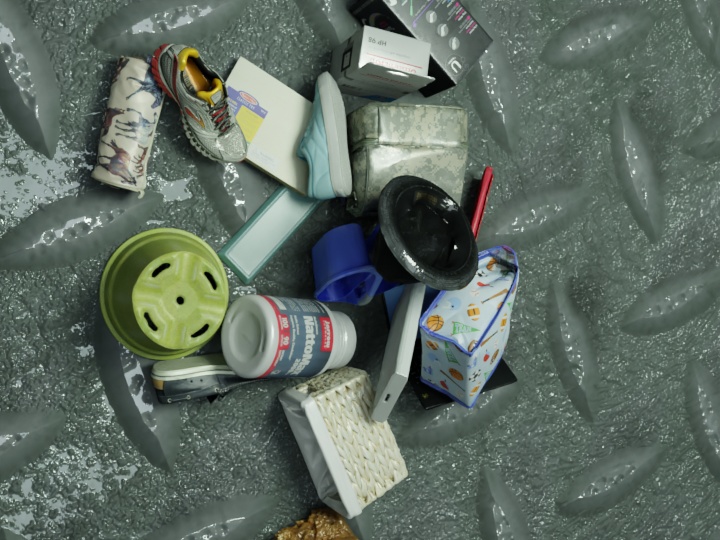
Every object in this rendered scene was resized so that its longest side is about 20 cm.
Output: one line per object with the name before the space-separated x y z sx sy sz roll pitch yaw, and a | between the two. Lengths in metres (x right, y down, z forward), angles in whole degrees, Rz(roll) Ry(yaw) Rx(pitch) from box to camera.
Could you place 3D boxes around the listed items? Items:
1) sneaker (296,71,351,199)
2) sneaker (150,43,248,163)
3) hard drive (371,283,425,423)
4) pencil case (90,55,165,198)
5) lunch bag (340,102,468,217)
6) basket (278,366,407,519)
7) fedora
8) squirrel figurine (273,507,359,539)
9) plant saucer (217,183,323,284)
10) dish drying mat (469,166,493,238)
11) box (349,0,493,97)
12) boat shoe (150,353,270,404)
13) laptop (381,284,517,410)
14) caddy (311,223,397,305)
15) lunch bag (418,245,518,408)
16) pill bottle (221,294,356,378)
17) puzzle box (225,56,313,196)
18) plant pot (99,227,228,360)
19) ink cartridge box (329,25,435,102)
sneaker | -0.065 -0.208 1.374 0.080 0.074 0.205 -9 73 15
sneaker | -0.226 -0.238 1.299 0.078 0.081 0.201 -52 126 -25
hard drive | 0.060 0.112 1.352 0.026 0.133 0.203 17 49 -4
pencil case | -0.335 -0.212 1.311 0.087 0.078 0.205 12 86 6
lunch bag | 0.069 -0.170 1.425 0.196 0.139 0.172 0 86 -21
basket | -0.026 0.263 1.407 0.122 0.135 0.204 -25 99 -21
fedora | 0.078 -0.037 1.266 0.198 0.091 0.204 26 45 -28
squirrel figurine | -0.074 0.492 1.411 0.185 0.142 0.202 -36 88 -5
plant saucer | -0.137 -0.074 1.419 0.070 0.019 0.200 45 78 -15
dish drying mat | 0.190 -0.069 1.496 0.018 0.077 0.204 15 77 1
box | 0.097 -0.397 1.441 0.200 0.122 0.106 44 77 -15
boat shoe | -0.222 0.167 1.364 0.196 0.074 0.064 -4 104 -24
laptop | 0.146 0.105 1.479 0.174 0.201 0.105 -14 133 -18
caddy | 0.000 0.000 1.382 0.138 0.200 0.107 -6 76 -20
lunch bag | 0.177 0.078 1.391 0.122 0.171 0.201 29 62 22
pill bottle | -0.102 0.102 1.353 0.198 0.118 0.123 6 89 -48
puzzle box | -0.138 -0.226 1.401 0.198 0.025 0.135 32 81 -12
plant pot | -0.272 0.038 1.284 0.196 0.184 0.205 0 91 -19
ink cartridge box | 0.034 -0.320 1.378 0.113 0.199 0.068 9 87 -19
